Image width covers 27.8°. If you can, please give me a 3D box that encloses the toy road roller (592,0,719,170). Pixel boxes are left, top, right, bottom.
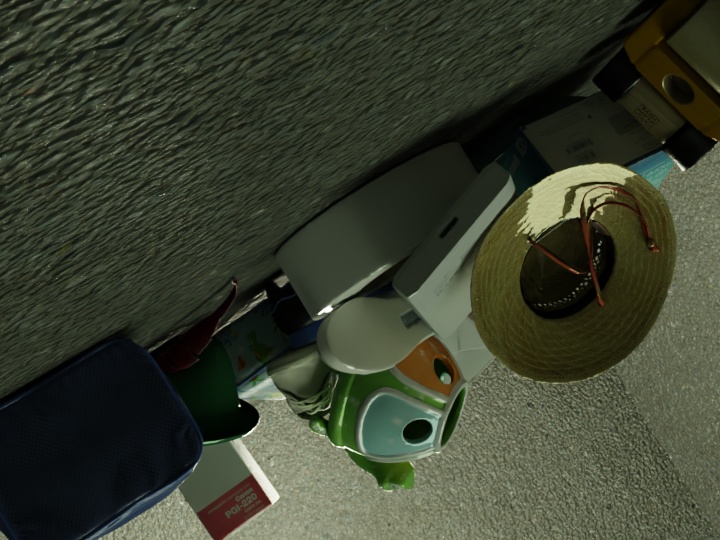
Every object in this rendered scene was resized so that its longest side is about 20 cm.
[{"bbox_3d":[0.307,-0.195,1.258,0.146,0.123,0.200,-46,-179,-22],"label":"toy road roller"}]

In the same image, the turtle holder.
[{"bbox_3d":[0.030,0.142,1.479,0.186,0.131,0.141,-71,164,8],"label":"turtle holder"}]

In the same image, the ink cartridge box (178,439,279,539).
[{"bbox_3d":[-0.187,0.214,1.722,0.085,0.200,0.146,-37,175,-3],"label":"ink cartridge box"}]

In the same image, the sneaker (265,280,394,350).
[{"bbox_3d":[0.000,0.000,1.459,0.199,0.078,0.070,-30,179,-8],"label":"sneaker"}]

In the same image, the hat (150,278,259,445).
[{"bbox_3d":[-0.173,0.066,1.424,0.199,0.177,0.166,7,-166,23],"label":"hat"}]

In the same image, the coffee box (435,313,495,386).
[{"bbox_3d":[0.089,0.054,1.665,0.114,0.080,0.200,-48,-158,20],"label":"coffee box"}]

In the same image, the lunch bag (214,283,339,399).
[{"bbox_3d":[-0.059,0.075,1.613,0.160,0.083,0.200,3,151,-43],"label":"lunch bag"}]

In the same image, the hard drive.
[{"bbox_3d":[0.093,-0.012,1.270,0.132,0.026,0.200,-50,164,-2],"label":"hard drive"}]

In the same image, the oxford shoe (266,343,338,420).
[{"bbox_3d":[-0.052,0.117,1.508,0.075,0.058,0.200,-18,165,-2],"label":"oxford shoe"}]

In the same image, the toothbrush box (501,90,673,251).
[{"bbox_3d":[0.207,-0.080,1.407,0.146,0.085,0.200,-25,160,-22],"label":"toothbrush box"}]

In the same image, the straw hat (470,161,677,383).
[{"bbox_3d":[0.176,-0.008,1.285,0.201,0.202,0.085,-31,-157,-5],"label":"straw hat"}]

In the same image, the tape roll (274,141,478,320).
[{"bbox_3d":[0.024,-0.035,1.327,0.202,0.071,0.202,-32,175,-3],"label":"tape roll"}]

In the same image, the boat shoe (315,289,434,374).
[{"bbox_3d":[0.010,0.054,1.357,0.068,0.072,0.200,-27,-177,35],"label":"boat shoe"}]

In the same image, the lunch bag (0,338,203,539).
[{"bbox_3d":[-0.240,0.161,1.238,0.199,0.136,0.132,-30,174,-14],"label":"lunch bag"}]

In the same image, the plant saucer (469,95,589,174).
[{"bbox_3d":[0.168,-0.112,1.447,0.199,0.036,0.200,-30,160,-12],"label":"plant saucer"}]
